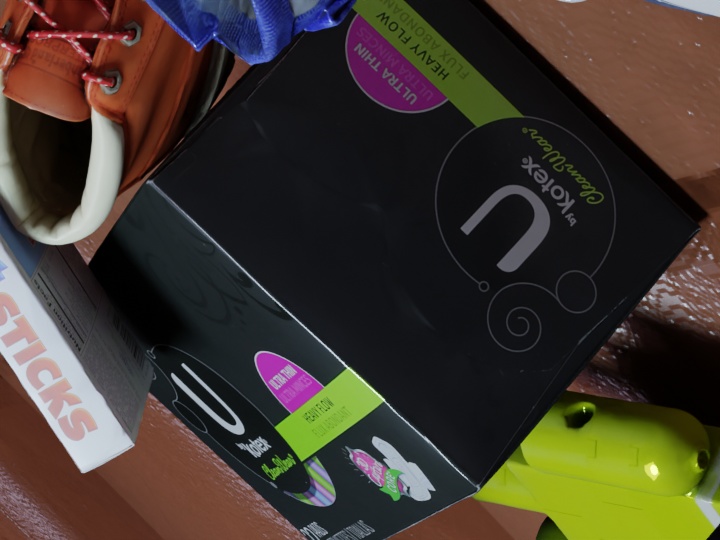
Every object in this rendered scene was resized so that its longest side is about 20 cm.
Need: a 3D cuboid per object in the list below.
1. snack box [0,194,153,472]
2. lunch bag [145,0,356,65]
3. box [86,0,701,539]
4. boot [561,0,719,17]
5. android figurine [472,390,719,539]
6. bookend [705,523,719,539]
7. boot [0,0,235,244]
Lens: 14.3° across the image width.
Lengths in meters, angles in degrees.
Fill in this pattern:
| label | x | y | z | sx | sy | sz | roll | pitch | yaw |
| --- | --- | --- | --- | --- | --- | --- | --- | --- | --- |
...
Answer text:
| label | x | y | z | sx | sy | sz | roll | pitch | yaw |
| --- | --- | --- | --- | --- | --- | --- | --- | --- | --- |
| snack box | -0.132 | -0.030 | 0.954 | 0.200 | 0.024 | 0.072 | 58 | -168 | -15 |
| lunch bag | -0.028 | -0.170 | 0.633 | 0.200 | 0.170 | 0.124 | 50 | 162 | -21 |
| box | 0.000 | 0.000 | 1.004 | 0.149 | 0.124 | 0.200 | 43 | 162 | -1 |
| boot | 0.064 | -0.104 | 0.763 | 0.200 | 0.073 | 0.090 | 39 | 169 | 36 |
| android figurine | 0.132 | 0.103 | 1.041 | 0.200 | 0.041 | 0.182 | 11 | 150 | 42 |
| bookend | 0.154 | 0.101 | 0.802 | 0.092 | 0.200 | 0.199 | 36 | 159 | 18 |
| boot | -0.075 | -0.100 | 0.908 | 0.075 | 0.107 | 0.200 | 20 | 131 | 12 |
